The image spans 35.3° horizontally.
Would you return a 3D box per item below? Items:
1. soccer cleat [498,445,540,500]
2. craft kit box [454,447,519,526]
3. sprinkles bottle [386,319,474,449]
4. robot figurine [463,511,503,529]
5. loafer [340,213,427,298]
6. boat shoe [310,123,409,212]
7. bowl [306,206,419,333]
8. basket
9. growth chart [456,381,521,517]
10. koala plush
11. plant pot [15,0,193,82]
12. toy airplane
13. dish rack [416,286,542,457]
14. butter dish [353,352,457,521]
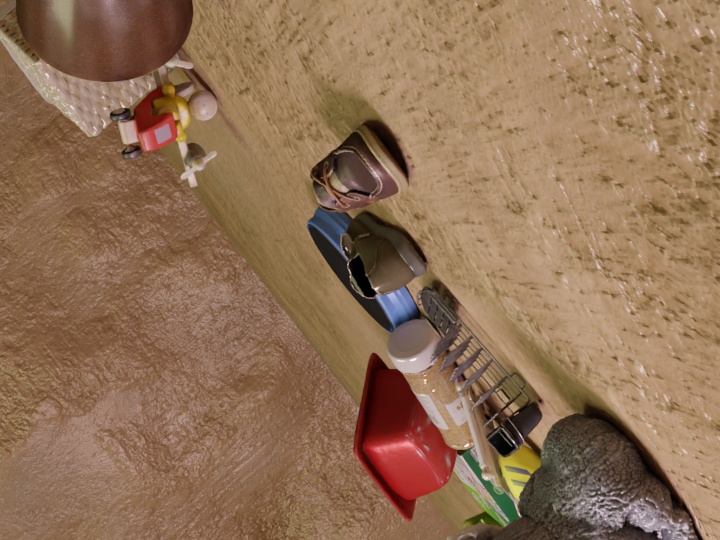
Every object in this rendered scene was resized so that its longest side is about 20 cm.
[{"bbox_3d":[0.241,0.275,1.346,0.201,0.064,0.084,53,142,27],"label":"soccer cleat"},{"bbox_3d":[0.197,0.336,1.848,0.201,0.048,0.197,54,174,-15],"label":"craft kit box"},{"bbox_3d":[0.102,0.151,1.472,0.068,0.068,0.201,41,167,50],"label":"sprinkles bottle"},{"bbox_3d":[0.253,0.500,1.980,0.175,0.115,0.201,44,169,36],"label":"robot figurine"},{"bbox_3d":[0.008,-0.014,1.268,0.075,0.069,0.200,53,172,-13],"label":"loafer"},{"bbox_3d":[-0.010,-0.084,1.060,0.072,0.072,0.200,52,172,-7],"label":"boat shoe"},{"bbox_3d":[0.000,0.000,1.483,0.201,0.039,0.201,51,172,10],"label":"bowl"},{"bbox_3d":[-0.436,-0.359,1.788,0.161,0.198,0.201,40,166,35],"label":"basket"},{"bbox_3d":[0.170,0.231,1.444,0.200,0.018,0.146,52,-160,-53],"label":"growth chart"},{"bbox_3d":[0.178,0.248,1.018,0.177,0.199,0.184,43,168,47],"label":"koala plush"},{"bbox_3d":[-0.256,-0.322,1.115,0.187,0.186,0.200,49,157,14],"label":"plant pot"},{"bbox_3d":[-0.279,-0.246,1.708,0.200,0.140,0.201,49,-143,-69],"label":"toy airplane"},{"bbox_3d":[0.120,0.109,1.248,0.200,0.054,0.154,50,171,11],"label":"dish rack"},{"bbox_3d":[0.092,0.239,1.688,0.201,0.147,0.201,55,-149,-36],"label":"butter dish"}]
